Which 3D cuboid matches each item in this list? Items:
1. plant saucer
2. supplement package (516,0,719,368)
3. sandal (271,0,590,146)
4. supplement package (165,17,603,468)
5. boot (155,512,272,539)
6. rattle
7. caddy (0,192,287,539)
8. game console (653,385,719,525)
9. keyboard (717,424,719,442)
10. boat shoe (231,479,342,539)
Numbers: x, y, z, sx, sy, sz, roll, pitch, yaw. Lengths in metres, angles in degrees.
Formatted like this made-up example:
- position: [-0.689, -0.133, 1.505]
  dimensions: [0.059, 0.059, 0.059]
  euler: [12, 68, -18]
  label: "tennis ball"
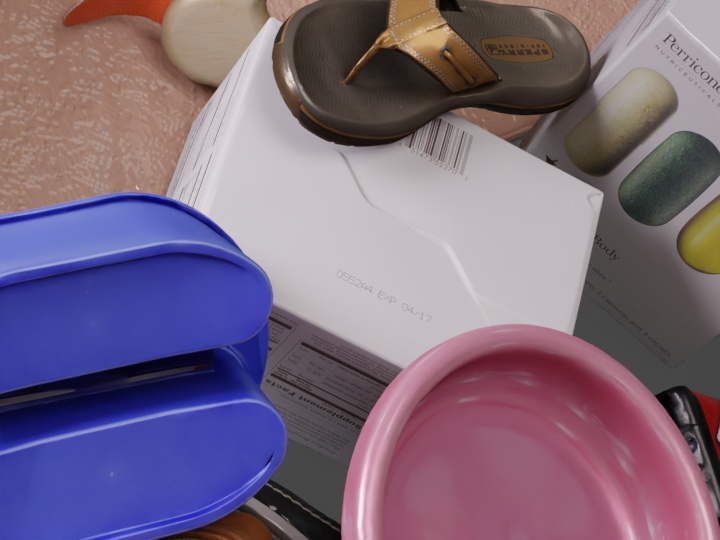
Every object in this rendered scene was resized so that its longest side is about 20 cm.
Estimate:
- position: [0.069, 0.125, 0.951]
  dimensions: [0.200, 0.051, 0.202]
  euler: [13, 67, -33]
  label: "plant saucer"
- position: [0.199, -0.081, 1.222]
  dimensions: [0.152, 0.200, 0.151]
  euler: [41, 52, -2]
  label: "supplement package"
- position: [0.043, -0.110, 1.104]
  dimensions: [0.199, 0.055, 0.082]
  euler: [-5, 62, -34]
  label: "sandal"
- position: [0.000, 0.000, 1.125]
  dimensions: [0.199, 0.111, 0.156]
  euler: [27, 54, -14]
  label: "supplement package"
- position: [-0.139, 0.157, 0.974]
  dimensions: [0.077, 0.199, 0.155]
  euler: [67, 18, -7]
  label: "boot"
- position: [-0.048, -0.154, 1.212]
  dimensions: [0.199, 0.131, 0.143]
  euler: [8, 45, 5]
  label: "rattle"
- position: [-0.126, 0.045, 0.970]
  dimensions: [0.199, 0.105, 0.142]
  euler: [-11, 107, -22]
  label: "caddy"
- position: [0.164, 0.176, 1.179]
  dimensions: [0.172, 0.118, 0.201]
  euler: [19, 51, -57]
  label: "game console"
- position: [0.237, 0.052, 1.245]
  dimensions: [0.056, 0.011, 0.200]
  euler: [31, 33, -2]
  label: "keyboard"
- position: [0.002, 0.161, 1.067]
  dimensions: [0.200, 0.075, 0.060]
  euler: [48, 48, -14]
  label: "boat shoe"
